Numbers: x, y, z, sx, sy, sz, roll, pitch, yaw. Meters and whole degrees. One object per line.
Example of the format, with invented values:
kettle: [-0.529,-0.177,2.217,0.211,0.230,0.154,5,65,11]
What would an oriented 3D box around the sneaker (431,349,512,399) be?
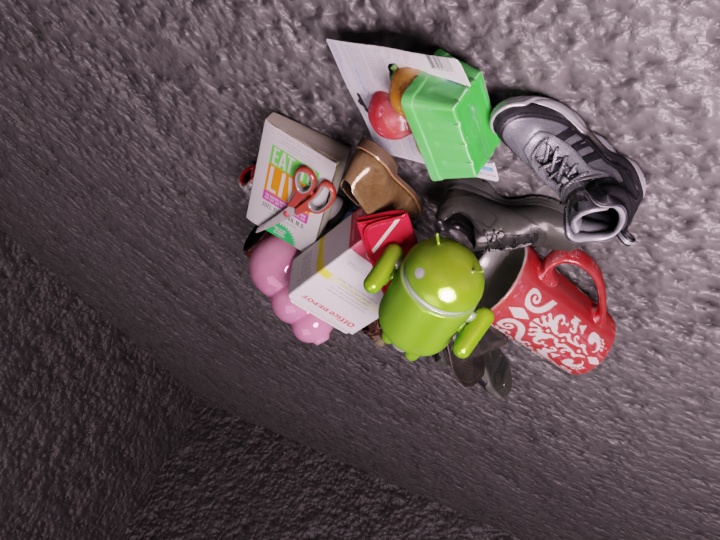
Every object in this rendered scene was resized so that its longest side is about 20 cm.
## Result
sneaker: [0.219,0.178,1.302,0.199,0.077,0.114,45,154,-23]

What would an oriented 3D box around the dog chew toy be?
dog chew toy: [-0.111,0.035,1.138,0.202,0.123,0.124,63,155,6]

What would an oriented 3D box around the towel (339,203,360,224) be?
towel: [0.003,-0.034,1.113,0.110,0.049,0.201,29,141,-3]

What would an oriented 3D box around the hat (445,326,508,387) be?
hat: [0.190,0.079,1.042,0.080,0.203,0.201,-13,136,27]

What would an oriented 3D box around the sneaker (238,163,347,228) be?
sneaker: [-0.121,-0.130,1.096,0.199,0.068,0.108,12,153,40]

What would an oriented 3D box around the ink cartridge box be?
ink cartridge box: [0.000,0.000,1.032,0.144,0.084,0.199,33,130,-30]

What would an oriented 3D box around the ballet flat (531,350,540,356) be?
ballet flat: [0.286,0.095,1.074,0.199,0.074,0.073,35,155,-11]

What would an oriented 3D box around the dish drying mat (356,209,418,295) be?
dish drying mat: [0.055,-0.006,0.946,0.075,0.018,0.202,-11,135,12]

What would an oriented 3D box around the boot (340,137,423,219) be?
boot: [0.029,-0.108,0.923,0.073,0.076,0.200,32,177,31]

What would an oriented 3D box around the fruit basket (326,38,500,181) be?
fruit basket: [0.066,-0.194,0.777,0.199,0.094,0.186,30,161,41]

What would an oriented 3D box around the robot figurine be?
robot figurine: [0.095,0.037,0.893,0.174,0.116,0.201,37,137,8]

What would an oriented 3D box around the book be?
book: [-0.104,-0.131,1.024,0.132,0.048,0.202,29,135,8]

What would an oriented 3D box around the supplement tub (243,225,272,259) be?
supplement tub: [-0.123,-0.016,1.266,0.199,0.108,0.106,40,153,-21]

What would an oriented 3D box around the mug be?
mug: [0.274,0.058,0.939,0.199,0.135,0.177,34,167,-18]

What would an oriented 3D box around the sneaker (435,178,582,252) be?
sneaker: [0.191,-0.056,0.862,0.197,0.091,0.077,18,144,21]

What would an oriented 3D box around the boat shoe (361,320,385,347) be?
boat shoe: [0.038,0.093,1.251,0.071,0.073,0.200,28,162,1]

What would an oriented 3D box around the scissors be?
scissors: [-0.104,-0.089,1.017,0.073,0.014,0.200,40,137,-5]

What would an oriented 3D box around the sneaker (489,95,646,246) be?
sneaker: [0.222,-0.104,0.698,0.198,0.115,0.076,31,136,-7]

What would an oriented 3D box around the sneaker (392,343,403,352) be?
sneaker: [0.107,0.103,1.125,0.075,0.099,0.200,49,165,9]
